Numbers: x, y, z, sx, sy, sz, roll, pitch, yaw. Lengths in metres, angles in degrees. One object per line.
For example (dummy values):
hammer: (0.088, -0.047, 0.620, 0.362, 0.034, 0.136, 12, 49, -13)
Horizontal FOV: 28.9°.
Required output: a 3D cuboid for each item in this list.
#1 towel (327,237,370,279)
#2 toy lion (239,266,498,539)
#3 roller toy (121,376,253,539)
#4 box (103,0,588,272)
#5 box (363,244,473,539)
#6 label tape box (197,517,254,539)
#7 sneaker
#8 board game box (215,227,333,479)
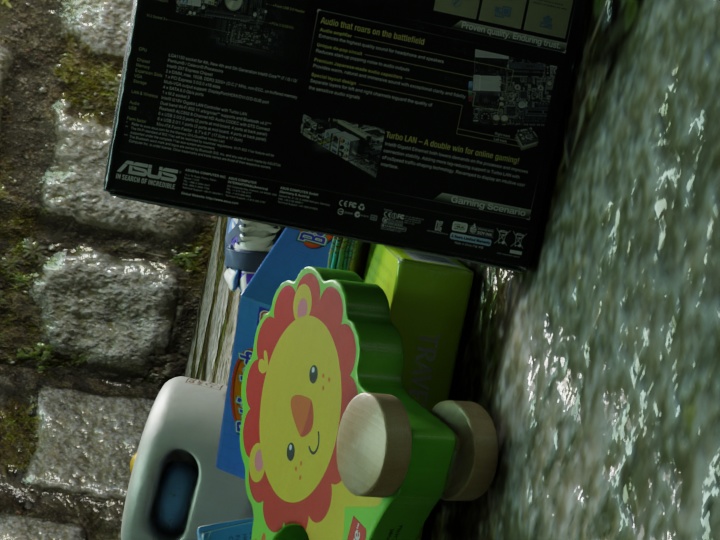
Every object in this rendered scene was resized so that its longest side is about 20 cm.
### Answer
towel: (0.000, 0.000, 0.895, 0.147, 0.022, 0.201, -57, -18, -57)
toy lion: (-0.018, 0.106, 0.717, 0.191, 0.068, 0.202, 33, 112, 58)
roller toy: (-0.149, 0.196, 1.319, 0.183, 0.139, 0.201, 103, -179, -50)
box: (-0.008, -0.101, 0.650, 0.086, 0.198, 0.165, -128, 48, -77)
box: (0.014, 0.086, 0.797, 0.122, 0.047, 0.202, -128, 49, -79)
label tape box: (-0.054, 0.232, 0.874, 0.200, 0.063, 0.145, 99, 160, -76)
sneaker: (-0.121, -0.041, 1.700, 0.200, 0.080, 0.148, 134, 137, -68)
board game box: (-0.034, 0.024, 0.946, 0.200, 0.045, 0.153, -59, -15, -51)
